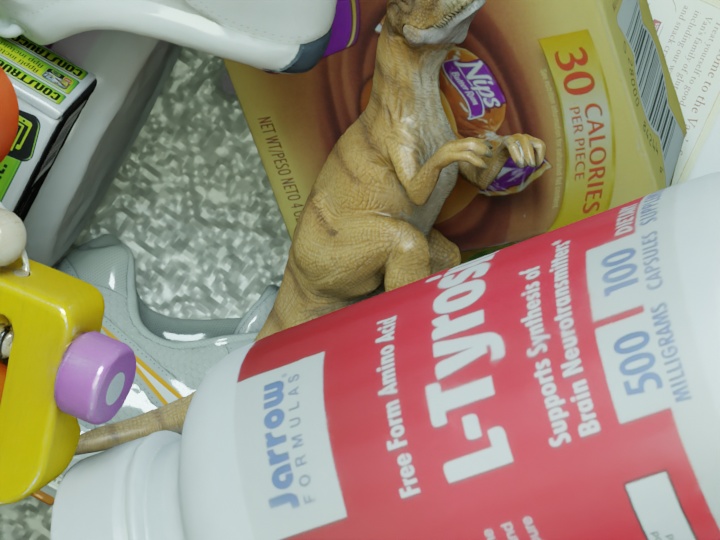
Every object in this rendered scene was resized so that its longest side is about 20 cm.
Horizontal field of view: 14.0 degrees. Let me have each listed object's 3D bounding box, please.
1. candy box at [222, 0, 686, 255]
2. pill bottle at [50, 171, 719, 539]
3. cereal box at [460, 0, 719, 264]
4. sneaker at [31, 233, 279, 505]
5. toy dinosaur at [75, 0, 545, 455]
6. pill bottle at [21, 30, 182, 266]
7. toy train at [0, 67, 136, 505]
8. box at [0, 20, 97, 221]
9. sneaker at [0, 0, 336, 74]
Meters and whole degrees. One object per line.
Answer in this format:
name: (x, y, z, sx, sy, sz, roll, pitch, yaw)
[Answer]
candy box: (0.010, -0.103, 0.836, 0.116, 0.057, 0.201, -9, 119, 19)
pill bottle: (0.026, 0.058, 0.762, 0.199, 0.112, 0.113, -21, 94, 17)
cereal box: (0.135, -0.001, 0.918, 0.199, 0.040, 0.144, 29, 97, 0)
sneaker: (-0.023, 0.058, 0.917, 0.199, 0.076, 0.092, 28, 90, -2)
toy dinosaur: (0.000, 0.000, 0.846, 0.106, 0.060, 0.200, 34, 115, 7)
pill bottle: (-0.157, -0.092, 0.888, 0.199, 0.112, 0.113, 29, 96, 1)
toy train: (-0.133, 0.007, 0.797, 0.150, 0.056, 0.200, 46, 119, 7)
box: (-0.168, 0.002, 0.848, 0.110, 0.035, 0.200, 30, 115, 0)
sneaker: (-0.097, -0.098, 0.798, 0.199, 0.073, 0.071, 18, 123, 21)
